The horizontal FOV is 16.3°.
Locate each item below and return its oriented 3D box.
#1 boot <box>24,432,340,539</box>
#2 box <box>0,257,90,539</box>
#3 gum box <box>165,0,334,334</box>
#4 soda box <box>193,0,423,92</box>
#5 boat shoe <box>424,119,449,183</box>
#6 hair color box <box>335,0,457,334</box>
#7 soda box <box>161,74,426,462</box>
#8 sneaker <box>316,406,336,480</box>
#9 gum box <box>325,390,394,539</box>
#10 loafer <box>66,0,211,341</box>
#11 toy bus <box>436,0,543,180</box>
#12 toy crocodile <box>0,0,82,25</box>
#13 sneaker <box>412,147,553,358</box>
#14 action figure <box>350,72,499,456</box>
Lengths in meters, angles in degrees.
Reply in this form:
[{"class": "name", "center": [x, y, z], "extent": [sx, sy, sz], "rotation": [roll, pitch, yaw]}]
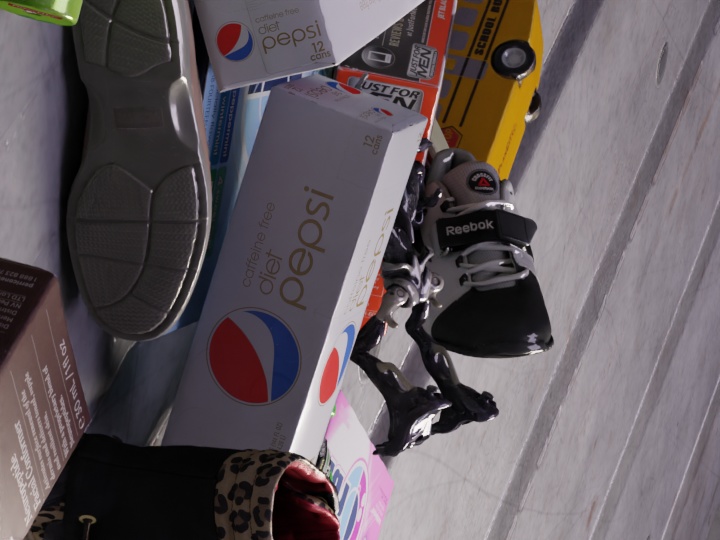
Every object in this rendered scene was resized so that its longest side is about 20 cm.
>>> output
[{"class": "boot", "center": [-0.084, 0.131, 1.224], "extent": [0.200, 0.150, 0.073], "rotation": [64, 35, -55]}, {"class": "box", "center": [-0.187, 0.094, 1.017], "extent": [0.100, 0.075, 0.200], "rotation": [84, 26, -48]}, {"class": "gum box", "center": [-0.071, -0.066, 1.328], "extent": [0.200, 0.044, 0.170], "rotation": [-23, 125, -69]}, {"class": "soda box", "center": [-0.020, -0.148, 1.260], "extent": [0.200, 0.064, 0.068], "rotation": [-47, 123, -67]}, {"class": "boat shoe", "center": [0.034, -0.054, 1.596], "extent": [0.071, 0.062, 0.200], "rotation": [-91, 156, -60]}, {"class": "hair color box", "center": [0.008, -0.068, 1.471], "extent": [0.102, 0.061, 0.200], "rotation": [-78, 179, -45]}, {"class": "soda box", "center": [-0.034, 0.007, 1.269], "extent": [0.064, 0.068, 0.200], "rotation": [-30, 140, -69]}, {"class": "sneaker", "center": [-0.051, 0.123, 1.372], "extent": [0.078, 0.085, 0.200], "rotation": [-33, -146, 42]}, {"class": "gum box", "center": [-0.039, 0.151, 1.553], "extent": [0.200, 0.066, 0.114], "rotation": [63, 42, -66]}, {"class": "loafer", "center": [-0.100, -0.066, 1.200], "extent": [0.063, 0.072, 0.200], "rotation": [-61, 155, -62]}, {"class": "toy bus", "center": [0.073, -0.102, 1.719], "extent": [0.065, 0.078, 0.200], "rotation": [75, 32, -59]}, {"class": "toy crocodile", "center": [-0.132, -0.146, 1.036], "extent": [0.200, 0.062, 0.068], "rotation": [31, 72, -72]}, {"class": "sneaker", "center": [0.064, -0.014, 1.467], "extent": [0.200, 0.074, 0.089], "rotation": [-119, -152, -64]}, {"class": "action figure", "center": [0.000, 0.000, 1.369], "extent": [0.119, 0.102, 0.200], "rotation": [-19, 89, -49]}]
